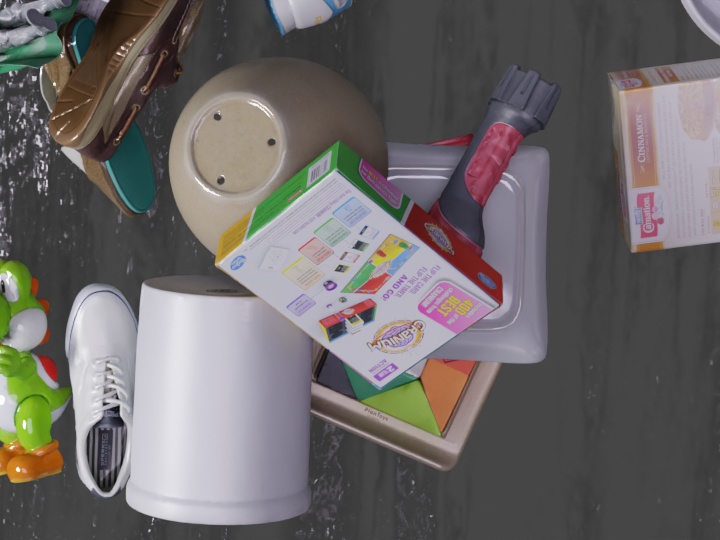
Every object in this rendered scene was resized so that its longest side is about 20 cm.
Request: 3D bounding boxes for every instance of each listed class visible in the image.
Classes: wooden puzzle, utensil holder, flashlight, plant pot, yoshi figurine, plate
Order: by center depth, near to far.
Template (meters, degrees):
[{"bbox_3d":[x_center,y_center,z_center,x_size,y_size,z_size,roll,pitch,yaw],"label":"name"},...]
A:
[{"bbox_3d":[-0.089,-0.099,1.671,0.199,0.134,0.202,-2,84,17],"label":"plant pot"},{"bbox_3d":[0.113,-0.083,1.682,0.067,0.068,0.201,31,84,-1],"label":"flashlight"},{"bbox_3d":[-0.125,0.112,1.720,0.169,0.170,0.201,2,96,0],"label":"utensil holder"},{"bbox_3d":[0.074,-0.019,1.724,0.198,0.032,0.201,2,85,-1],"label":"plate"},{"bbox_3d":[-0.336,0.093,1.747,0.112,0.112,0.201,-5,96,7],"label":"yoshi figurine"},{"bbox_3d":[0.043,0.067,1.777,0.184,0.037,0.201,23,98,-3],"label":"wooden puzzle"}]

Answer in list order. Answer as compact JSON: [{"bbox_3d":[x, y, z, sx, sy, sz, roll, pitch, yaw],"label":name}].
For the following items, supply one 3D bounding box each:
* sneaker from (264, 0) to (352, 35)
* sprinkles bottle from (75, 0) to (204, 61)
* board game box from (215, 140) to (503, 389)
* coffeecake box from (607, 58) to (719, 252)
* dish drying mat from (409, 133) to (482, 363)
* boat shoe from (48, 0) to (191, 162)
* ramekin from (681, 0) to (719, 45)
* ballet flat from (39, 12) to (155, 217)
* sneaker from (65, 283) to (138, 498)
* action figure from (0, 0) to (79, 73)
[{"bbox_3d":[-0.066,-0.319,1.705,0.080,0.077,0.201,-17,105,-6],"label":"sneaker"},{"bbox_3d":[-0.242,-0.256,1.710,0.199,0.068,0.069,25,98,-4],"label":"sprinkles bottle"},{"bbox_3d":[0.000,0.000,1.617,0.153,0.040,0.200,-36,119,30],"label":"board game box"},{"bbox_3d":[0.332,-0.110,1.721,0.199,0.073,0.155,-7,109,1],"label":"coffeecake box"},{"bbox_3d":[0.091,-0.021,1.749,0.076,0.018,0.201,-12,85,-4],"label":"dish drying mat"},{"bbox_3d":[-0.193,-0.186,1.663,0.072,0.072,0.201,32,86,-45],"label":"boat shoe"},{"bbox_3d":[0.368,-0.286,1.689,0.199,0.105,0.202,0,98,0],"label":"ramekin"},{"bbox_3d":[-0.249,-0.139,1.725,0.072,0.068,0.201,-1,124,31],"label":"ballet flat"},{"bbox_3d":[-0.232,0.114,1.760,0.073,0.071,0.201,-6,103,-17],"label":"sneaker"},{"bbox_3d":[-0.327,-0.205,1.680,0.055,0.199,0.119,44,52,-27],"label":"action figure"}]
